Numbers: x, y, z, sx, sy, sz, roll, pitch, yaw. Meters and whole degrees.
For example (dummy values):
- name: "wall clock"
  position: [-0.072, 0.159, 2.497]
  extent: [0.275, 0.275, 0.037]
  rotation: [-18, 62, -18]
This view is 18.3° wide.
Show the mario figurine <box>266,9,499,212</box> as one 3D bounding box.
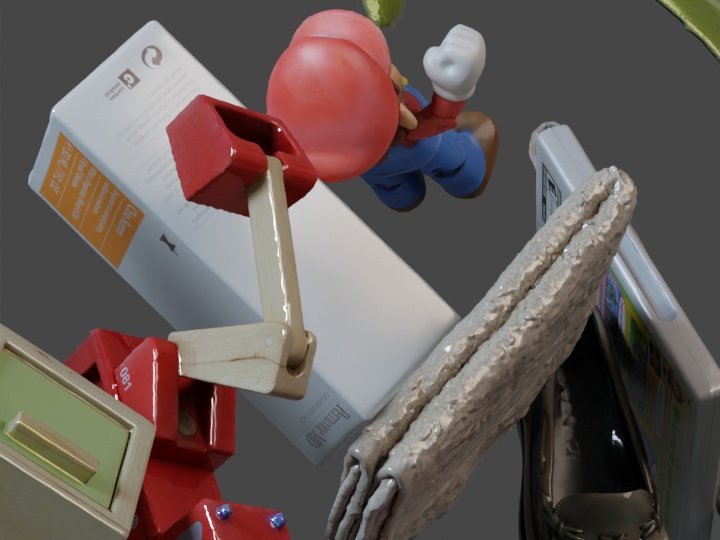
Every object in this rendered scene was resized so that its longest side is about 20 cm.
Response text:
- name: "mario figurine"
  position: [0.011, -0.098, 1.225]
  extent: [0.106, 0.123, 0.200]
  rotation: [48, 7, 22]

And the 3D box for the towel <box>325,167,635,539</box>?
- name: "towel"
  position: [0.055, 0.051, 1.001]
  extent: [0.034, 0.133, 0.200]
  rotation: [36, 62, 12]

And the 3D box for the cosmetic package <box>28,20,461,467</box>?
- name: "cosmetic package"
  position: [-0.058, -0.010, 1.045]
  extent: [0.200, 0.101, 0.071]
  rotation: [44, 67, 2]

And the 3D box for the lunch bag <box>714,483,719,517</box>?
- name: "lunch bag"
  position: [0.303, 0.165, 1.151]
  extent: [0.139, 0.200, 0.168]
  rotation: [-31, 107, -39]

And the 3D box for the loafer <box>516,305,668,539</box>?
- name: "loafer"
  position: [0.114, 0.107, 1.113]
  extent: [0.072, 0.063, 0.200]
  rotation: [-6, 64, -8]

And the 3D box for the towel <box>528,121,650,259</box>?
- name: "towel"
  position: [0.158, 0.010, 1.358]
  extent: [0.133, 0.034, 0.200]
  rotation: [53, 15, -37]

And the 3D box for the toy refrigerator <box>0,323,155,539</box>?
- name: "toy refrigerator"
  position: [-0.179, 0.045, 0.855]
  extent: [0.200, 0.070, 0.076]
  rotation: [36, 28, -15]

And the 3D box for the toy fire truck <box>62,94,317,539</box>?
- name: "toy fire truck"
  position: [-0.060, 0.043, 0.927]
  extent: [0.049, 0.141, 0.200]
  rotation: [15, 42, -42]

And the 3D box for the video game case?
- name: "video game case"
  position: [0.141, 0.048, 1.191]
  extent: [0.200, 0.022, 0.182]
  rotation: [84, -17, -55]
